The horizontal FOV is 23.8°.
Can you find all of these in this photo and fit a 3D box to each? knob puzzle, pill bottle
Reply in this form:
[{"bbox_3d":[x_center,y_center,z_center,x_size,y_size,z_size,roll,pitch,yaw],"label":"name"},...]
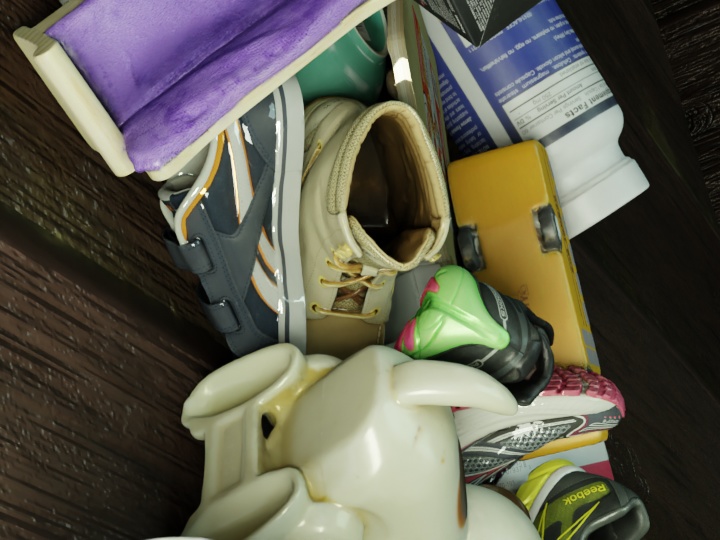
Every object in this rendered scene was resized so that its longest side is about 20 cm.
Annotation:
[{"bbox_3d":[0.030,-0.097,1.069,0.220,0.030,0.220,-9,90,-82],"label":"knob puzzle"},{"bbox_3d":[0.117,-0.120,1.230,0.200,0.116,0.116,59,19,0],"label":"pill bottle"}]

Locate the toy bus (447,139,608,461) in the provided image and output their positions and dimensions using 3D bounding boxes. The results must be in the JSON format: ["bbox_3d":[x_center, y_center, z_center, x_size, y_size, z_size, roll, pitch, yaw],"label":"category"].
[{"bbox_3d":[0.110,0.020,1.110,0.078,0.065,0.201,20,56,-75],"label":"toy bus"}]

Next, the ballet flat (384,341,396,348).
[{"bbox_3d":[-0.001,0.048,1.097,0.200,0.069,0.070,64,20,-16],"label":"ballet flat"}]

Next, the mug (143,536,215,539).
[{"bbox_3d":[-0.082,0.228,0.625,0.200,0.147,0.176,-43,123,-37],"label":"mug"}]

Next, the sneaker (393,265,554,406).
[{"bbox_3d":[0.065,0.050,0.960,0.084,0.077,0.200,29,-2,5],"label":"sneaker"}]

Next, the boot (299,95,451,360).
[{"bbox_3d":[0.000,0.000,0.982,0.155,0.073,0.201,-160,-107,-74],"label":"boot"}]

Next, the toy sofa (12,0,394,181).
[{"bbox_3d":[-0.073,-0.141,0.895,0.083,0.200,0.098,58,-14,-29],"label":"toy sofa"}]

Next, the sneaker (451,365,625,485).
[{"bbox_3d":[0.064,0.111,1.033,0.081,0.199,0.075,-58,129,-80],"label":"sneaker"}]

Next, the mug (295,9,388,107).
[{"bbox_3d":[-0.043,-0.149,1.131,0.185,0.114,0.152,49,27,-43],"label":"mug"}]

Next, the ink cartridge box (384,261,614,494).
[{"bbox_3d":[0.085,0.095,1.178,0.145,0.083,0.201,-5,77,-42],"label":"ink cartridge box"}]

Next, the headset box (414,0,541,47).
[{"bbox_3d":[0.020,-0.236,0.972,0.200,0.075,0.149,46,-9,52],"label":"headset box"}]

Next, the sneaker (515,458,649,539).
[{"bbox_3d":[0.115,0.213,1.062,0.074,0.084,0.201,33,71,-39],"label":"sneaker"}]

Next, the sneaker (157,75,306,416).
[{"bbox_3d":[-0.075,-0.013,0.976,0.078,0.079,0.201,-155,-118,-69],"label":"sneaker"}]

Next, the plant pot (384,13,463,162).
[{"bbox_3d":[0.092,-0.130,1.383,0.201,0.092,0.201,62,-8,16],"label":"plant pot"}]

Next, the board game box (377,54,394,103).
[{"bbox_3d":[0.014,-0.075,1.301,0.200,0.057,0.165,65,18,-13],"label":"board game box"}]

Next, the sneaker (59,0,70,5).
[{"bbox_3d":[-0.107,-0.202,0.993,0.088,0.081,0.200,53,48,-21],"label":"sneaker"}]

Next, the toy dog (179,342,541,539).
[{"bbox_3d":[0.021,0.129,0.918,0.200,0.194,0.140,47,16,-34],"label":"toy dog"}]
